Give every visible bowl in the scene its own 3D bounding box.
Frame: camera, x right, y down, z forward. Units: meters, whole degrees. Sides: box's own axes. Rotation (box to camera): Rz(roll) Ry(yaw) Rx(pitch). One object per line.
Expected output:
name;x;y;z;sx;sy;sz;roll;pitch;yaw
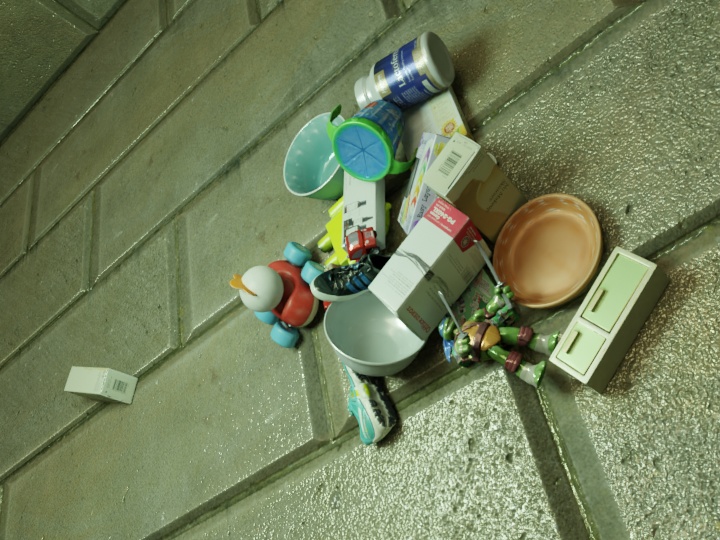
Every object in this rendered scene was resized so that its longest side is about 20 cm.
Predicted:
bowl;0.030;0.127;1.331;0.194;0.092;0.204;1;41;-1
bowl;-0.071;-0.242;1.627;0.197;0.104;0.206;-21;56;35

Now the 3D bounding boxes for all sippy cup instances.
sippy cup;0.027;-0.274;1.456;0.138;0.179;0.131;-17;28;43

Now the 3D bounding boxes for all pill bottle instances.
pill bottle;0.089;-0.399;1.493;0.197;0.115;0.119;-23;55;34

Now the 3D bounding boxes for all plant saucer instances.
plant saucer;0.317;-0.030;1.209;0.197;0.037;0.206;-20;58;34

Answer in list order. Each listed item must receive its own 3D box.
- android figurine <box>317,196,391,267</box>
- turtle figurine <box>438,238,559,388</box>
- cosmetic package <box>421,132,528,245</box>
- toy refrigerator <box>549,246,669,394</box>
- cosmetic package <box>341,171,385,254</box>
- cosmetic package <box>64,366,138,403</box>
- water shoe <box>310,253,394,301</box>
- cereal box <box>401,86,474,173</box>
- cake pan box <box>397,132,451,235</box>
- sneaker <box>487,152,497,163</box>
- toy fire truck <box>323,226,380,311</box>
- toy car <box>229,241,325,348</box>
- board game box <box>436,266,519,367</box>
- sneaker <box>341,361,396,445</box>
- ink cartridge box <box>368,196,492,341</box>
android figurine;-0.011;-0.091;1.544;0.199;0.041;0.185;-41;47;23
turtle figurine;0.214;0.087;1.134;0.190;0.143;0.205;21;111;21
cosmetic package;0.205;-0.137;1.247;0.106;0.199;0.071;-53;45;5
toy refrigerator;0.374;0.074;1.080;0.075;0.069;0.203;34;94;46
cosmetic package;0.007;-0.132;1.481;0.080;0.051;0.205;-14;55;22
cosmetic package;-0.706;0.311;1.946;0.196;0.103;0.075;-3;66;40
water shoe;0.000;0.000;1.340;0.194;0.080;0.073;-10;47;-12
cereal box;0.148;-0.305;1.501;0.142;0.039;0.204;-34;49;26
cake pan box;0.124;-0.164;1.347;0.200;0.051;0.189;-97;25;-77
sneaker;0.176;-0.151;1.361;0.077;0.090;0.203;31;91;47
toy fire truck;-0.021;0.005;1.426;0.137;0.202;0.050;-13;50;1
toy car;-0.199;0.035;1.523;0.177;0.197;0.187;43;108;45
board game box;0.186;0.054;1.295;0.134;0.029;0.202;-44;46;17
sneaker;-0.002;0.233;1.353;0.080;0.076;0.203;-50;42;28
ink cartridge box;0.122;0.001;1.236;0.083;0.145;0.201;38;87;35
